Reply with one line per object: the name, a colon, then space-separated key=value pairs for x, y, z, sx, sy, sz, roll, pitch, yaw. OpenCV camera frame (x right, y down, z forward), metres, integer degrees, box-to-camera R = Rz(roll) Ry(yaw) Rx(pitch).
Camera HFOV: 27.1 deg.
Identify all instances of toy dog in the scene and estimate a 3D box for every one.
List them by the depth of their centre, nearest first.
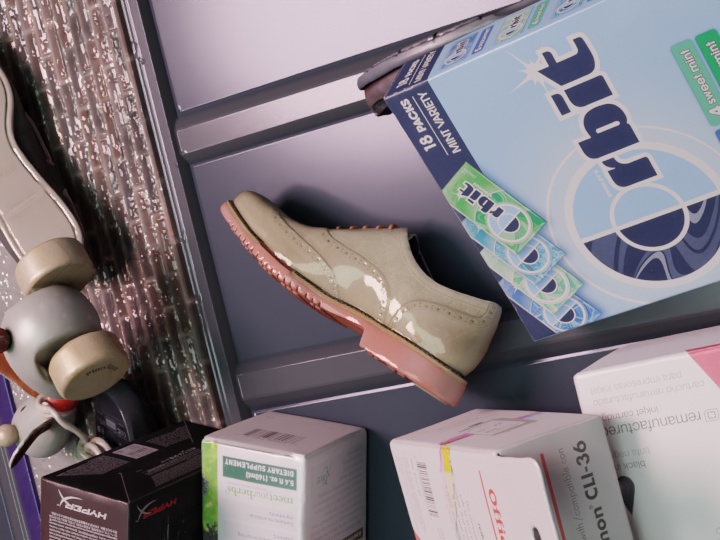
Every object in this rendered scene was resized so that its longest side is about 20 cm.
toy dog: x=-0.221 y=0.074 z=0.990 sx=0.132 sy=0.095 sz=0.202 roll=48 pitch=140 yaw=41

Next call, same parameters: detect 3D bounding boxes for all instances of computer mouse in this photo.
computer mouse: x=-0.156 y=0.170 z=1.051 sx=0.058 sy=0.034 sz=0.203 roll=22 pitch=118 yaw=48

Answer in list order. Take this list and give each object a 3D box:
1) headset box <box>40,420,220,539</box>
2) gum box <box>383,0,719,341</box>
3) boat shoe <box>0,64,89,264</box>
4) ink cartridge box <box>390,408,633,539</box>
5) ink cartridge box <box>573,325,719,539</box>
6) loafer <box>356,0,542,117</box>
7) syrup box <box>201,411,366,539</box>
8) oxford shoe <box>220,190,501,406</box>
headset box: x=-0.134 y=0.217 z=0.975 sx=0.074 sy=0.148 sz=0.203 roll=10 pitch=103 yaw=29
gum box: x=0.139 y=-0.066 z=0.784 sx=0.198 sy=0.045 sz=0.171 roll=-21 pitch=115 yaw=31
boat shoe: x=-0.250 y=-0.074 z=1.042 sx=0.066 sy=0.057 sz=0.201 roll=-29 pitch=78 yaw=-9
ink cartridge box: x=0.091 y=0.141 z=0.813 sx=0.200 sy=0.067 sz=0.118 roll=170 pitch=84 yaw=-71
ink cartridge box: x=0.214 y=0.131 z=0.792 sx=0.145 sy=0.083 sz=0.203 roll=-14 pitch=92 yaw=31
loafer: x=0.089 y=-0.117 z=0.830 sx=0.198 sy=0.072 sz=0.064 roll=-20 pitch=93 yaw=29
syrup box: x=-0.048 y=0.200 z=0.961 sx=0.078 sy=0.081 sz=0.203 roll=7 pitch=101 yaw=30
oxford shoe: x=0.000 y=0.000 z=0.916 sx=0.199 sy=0.071 sz=0.074 roll=36 pitch=90 yaw=21
